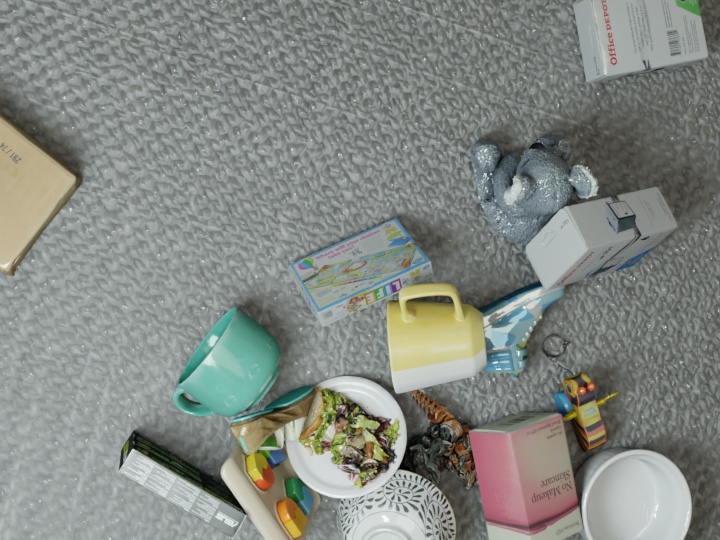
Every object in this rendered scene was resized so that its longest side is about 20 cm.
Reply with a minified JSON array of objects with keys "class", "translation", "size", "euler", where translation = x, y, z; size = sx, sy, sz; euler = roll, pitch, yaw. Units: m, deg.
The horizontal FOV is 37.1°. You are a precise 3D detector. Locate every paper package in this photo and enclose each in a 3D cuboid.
[{"class":"paper package","translation":[-0.555,-0.127,1.627],"size":[0.199,0.103,0.191],"euler":[37,82,-9]}]

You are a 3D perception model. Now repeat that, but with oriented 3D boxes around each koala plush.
[{"class":"koala plush","translation":[0.290,-0.137,1.751],"size":[0.175,0.200,0.186],"euler":[-5,91,-12]}]

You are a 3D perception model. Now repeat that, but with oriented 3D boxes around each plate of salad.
[{"class":"plate of salad","translation":[-0.024,0.265,1.732],"size":[0.198,0.048,0.202],"euler":[-2,67,4]}]

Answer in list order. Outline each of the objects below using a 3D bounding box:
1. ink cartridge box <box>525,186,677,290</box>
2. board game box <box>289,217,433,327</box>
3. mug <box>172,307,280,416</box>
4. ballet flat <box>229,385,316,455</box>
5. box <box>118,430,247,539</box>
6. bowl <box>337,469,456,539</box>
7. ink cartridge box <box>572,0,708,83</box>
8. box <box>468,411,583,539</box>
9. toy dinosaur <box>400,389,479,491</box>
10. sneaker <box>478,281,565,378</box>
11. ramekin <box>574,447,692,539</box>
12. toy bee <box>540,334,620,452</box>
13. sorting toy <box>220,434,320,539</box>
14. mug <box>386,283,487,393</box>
[{"class":"ink cartridge box","translation":[0.395,-0.054,1.767],"size":[0.198,0.147,0.086],"euler":[-15,69,-28]},{"class":"board game box","translation":[0.000,0.000,1.729],"size":[0.198,0.135,0.034],"euler":[-24,132,-10]},{"class":"mug","translation":[-0.203,0.156,1.688],"size":[0.114,0.185,0.153],"euler":[38,59,-12]},{"class":"ballet flat","translation":[-0.129,0.240,1.677],"size":[0.067,0.200,0.073],"euler":[-14,93,30]},{"class":"box","translation":[-0.274,0.324,1.639],"size":[0.199,0.193,0.048],"euler":[33,86,-11]},{"class":"bowl","translation":[0.049,0.430,1.716],"size":[0.198,0.094,0.203],"euler":[3,106,11]},{"class":"ink cartridge box","translation":[0.480,-0.415,1.848],"size":[0.198,0.084,0.148],"euler":[-11,92,-11]},{"class":"box","translation":[0.274,0.347,1.776],"size":[0.127,0.109,0.202],"euler":[-13,93,-35]},{"class":"toy dinosaur","translation":[0.129,0.286,1.786],"size":[0.135,0.102,0.200],"euler":[-38,85,-30]},{"class":"sneaker","translation":[0.274,0.104,1.812],"size":[0.198,0.080,0.132],"euler":[-26,93,-1]},{"class":"ramekin","translation":[0.456,0.400,1.838],"size":[0.198,0.098,0.203],"euler":[0,91,-12]},{"class":"toy bee","translation":[0.367,0.220,1.815],"size":[0.131,0.109,0.200],"euler":[-44,98,-6]},{"class":"sorting toy","translation":[-0.130,0.335,1.674],"size":[0.036,0.200,0.186],"euler":[-31,97,17]},{"class":"mug","translation":[0.123,0.112,1.705],"size":[0.151,0.187,0.151],"euler":[-5,76,6]}]
